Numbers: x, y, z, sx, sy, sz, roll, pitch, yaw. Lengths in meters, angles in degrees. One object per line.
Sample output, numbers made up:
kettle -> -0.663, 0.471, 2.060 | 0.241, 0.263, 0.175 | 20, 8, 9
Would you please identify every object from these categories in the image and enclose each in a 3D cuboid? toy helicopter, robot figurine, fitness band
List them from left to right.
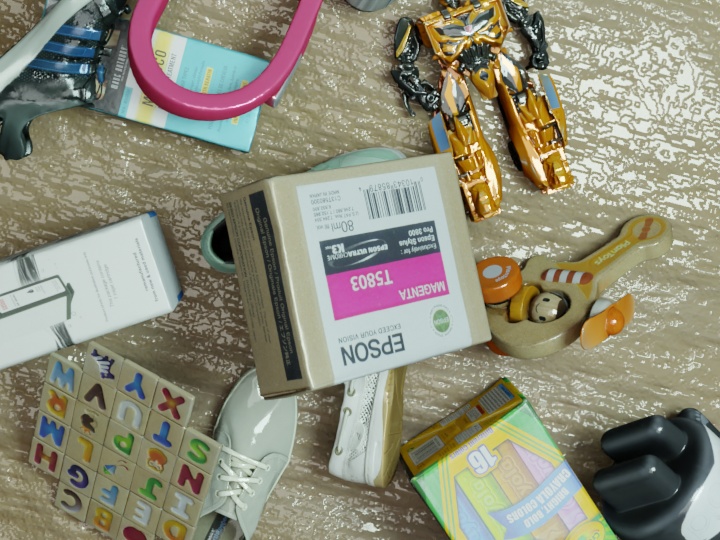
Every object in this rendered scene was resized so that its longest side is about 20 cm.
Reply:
fitness band -> -0.113, -0.214, 1.147 | 0.142, 0.037, 0.202 | 23, 67, -2
robot figurine -> 0.111, -0.153, 1.194 | 0.144, 0.058, 0.202 | -21, 96, -3
toy helicopter -> 0.200, 0.013, 1.187 | 0.199, 0.132, 0.079 | -33, 126, -18
robot figurine -> 0.290, 0.209, 1.189 | 0.200, 0.125, 0.151 | 39, 88, -23

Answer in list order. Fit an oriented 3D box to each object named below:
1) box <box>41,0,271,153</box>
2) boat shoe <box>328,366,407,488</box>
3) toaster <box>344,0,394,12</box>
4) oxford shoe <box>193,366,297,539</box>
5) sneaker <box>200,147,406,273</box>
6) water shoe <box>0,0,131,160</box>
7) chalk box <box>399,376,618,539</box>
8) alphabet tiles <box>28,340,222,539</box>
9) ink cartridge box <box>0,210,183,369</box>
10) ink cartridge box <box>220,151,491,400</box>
box -> -0.181, -0.167, 1.177 | 0.198, 0.049, 0.083 | 15, 93, -5
boat shoe -> 0.004, 0.085, 1.198 | 0.069, 0.071, 0.202 | 5, 82, 17
toaster -> -0.001, -0.322, 1.130 | 0.113, 0.129, 0.201 | -41, 96, -22
oxford shoe -> -0.106, 0.181, 1.204 | 0.075, 0.058, 0.202 | 22, 91, -4
sneaker -> -0.042, -0.047, 1.161 | 0.199, 0.118, 0.074 | -25, 94, -3
water shoe -> -0.234, -0.173, 1.117 | 0.200, 0.072, 0.079 | -41, 100, 6
chalk box -> 0.140, 0.216, 1.191 | 0.123, 0.124, 0.201 | -34, 97, -1
alphabet tiles -> -0.202, 0.155, 1.152 | 0.165, 0.006, 0.201 | 27, 127, 9
ink cartridge box -> -0.257, 0.021, 1.137 | 0.198, 0.146, 0.085 | -19, 96, -2
ink cartridge box -> 0.000, 0.000, 1.098 | 0.199, 0.075, 0.167 | -13, 89, -40
